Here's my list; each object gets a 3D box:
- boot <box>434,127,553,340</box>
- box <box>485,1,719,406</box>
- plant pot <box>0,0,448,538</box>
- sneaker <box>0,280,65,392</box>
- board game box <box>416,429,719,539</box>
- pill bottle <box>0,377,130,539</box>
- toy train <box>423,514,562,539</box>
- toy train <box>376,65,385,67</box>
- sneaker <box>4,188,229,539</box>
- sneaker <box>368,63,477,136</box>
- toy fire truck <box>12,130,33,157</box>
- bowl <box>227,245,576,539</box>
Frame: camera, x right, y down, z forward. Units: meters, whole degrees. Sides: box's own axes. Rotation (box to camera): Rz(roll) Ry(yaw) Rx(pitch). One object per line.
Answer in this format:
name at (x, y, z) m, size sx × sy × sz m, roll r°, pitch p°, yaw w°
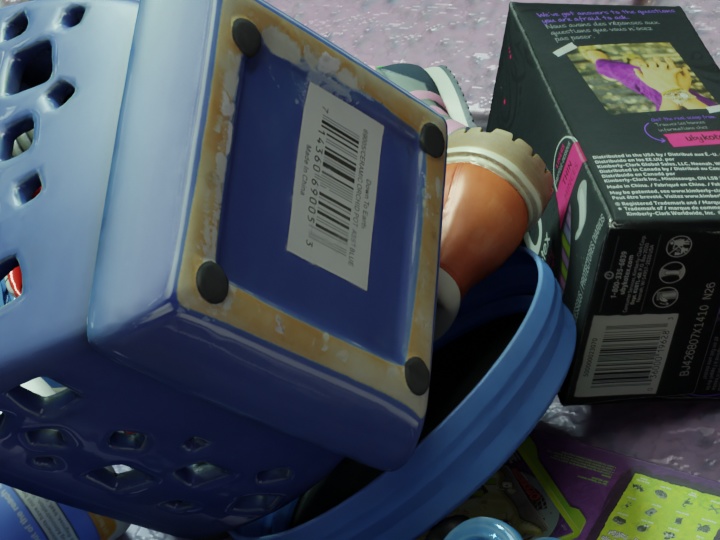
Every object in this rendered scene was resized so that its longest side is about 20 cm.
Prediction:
boot at (0.000, 0.000, 0.862) m, size 0.200 × 0.075 × 0.107 m, roll -22°, pitch 30°, yaw 52°
box at (0.139, -0.039, 0.893) m, size 0.105 × 0.123 × 0.200 m, roll -1°, pitch 39°, yaw -12°
plant pot at (-0.074, -0.009, 0.736) m, size 0.179 × 0.200 × 0.201 m, roll -17°, pitch 57°, yaw 41°
sneaker at (-0.197, 0.022, 0.950) m, size 0.199 × 0.111 × 0.077 m, roll -19°, pitch 44°, yaw 21°
board game box at (0.079, 0.132, 0.819) m, size 0.199 × 0.032 × 0.120 m, roll 14°, pitch 46°, yaw 34°
pill bottle at (-0.223, 0.146, 0.853) m, size 0.200 × 0.112 × 0.112 m, roll -38°, pitch 44°, yaw -21°
toy train at (0.080, 0.188, 0.700) m, size 0.200 × 0.087 × 0.114 m, roll 40°, pitch 99°, yaw 38°
toy train at (-0.032, -0.059, 1.064) m, size 0.200 × 0.042 × 0.056 m, roll -40°, pitch 55°, yaw -22°
sneaker at (-0.123, 0.045, 0.862) m, size 0.067 × 0.108 × 0.202 m, roll -21°, pitch 81°, yaw 19°
sneaker at (0.029, -0.060, 0.961) m, size 0.082 × 0.070 × 0.200 m, roll 1°, pitch 25°, yaw -15°
toy fire truck at (-0.188, -0.085, 0.996) m, size 0.176 × 0.200 × 0.129 m, roll -42°, pitch 28°, yaw 34°
bowl at (0.020, 0.069, 0.823) m, size 0.200 × 0.039 × 0.201 m, roll -38°, pitch 15°, yaw 12°
